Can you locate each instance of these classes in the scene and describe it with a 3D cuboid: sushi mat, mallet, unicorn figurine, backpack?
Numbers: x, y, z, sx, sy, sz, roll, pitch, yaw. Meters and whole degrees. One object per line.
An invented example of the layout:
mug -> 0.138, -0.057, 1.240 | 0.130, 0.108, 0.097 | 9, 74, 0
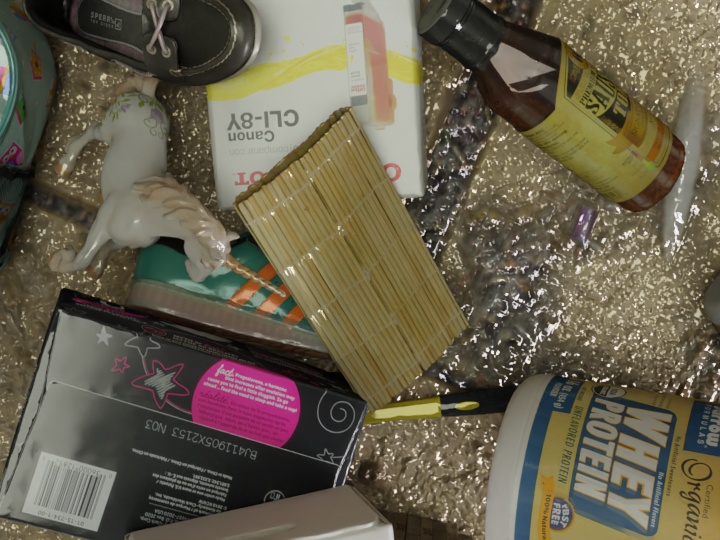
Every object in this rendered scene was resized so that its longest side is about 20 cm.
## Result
sushi mat -> 0.000, 0.000, 0.707 | 0.095, 0.012, 0.201 | -40, 126, -13
mallet -> 0.049, 0.090, 0.793 | 0.197, 0.041, 0.067 | -13, 95, 1
unicorn figurine -> -0.145, -0.048, 0.712 | 0.137, 0.073, 0.202 | -31, 68, 35
backpack -> -0.306, -0.105, 0.729 | 0.174, 0.153, 0.202 | 26, 94, 5

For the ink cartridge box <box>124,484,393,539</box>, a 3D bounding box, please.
ink cartridge box -> -0.048, 0.240, 0.622 | 0.143, 0.084, 0.203 | -9, 98, -15

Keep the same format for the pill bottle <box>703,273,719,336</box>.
pill bottle -> 0.328, 0.075, 0.729 | 0.110, 0.111, 0.201 | -34, 95, 8

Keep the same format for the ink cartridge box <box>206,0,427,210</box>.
ink cartridge box -> -0.029, -0.146, 0.734 | 0.143, 0.083, 0.203 | -3, 99, 5

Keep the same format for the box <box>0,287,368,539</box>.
box -> -0.116, 0.107, 0.696 | 0.198, 0.115, 0.134 | 18, 91, -14

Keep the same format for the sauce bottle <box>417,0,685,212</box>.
sauce bottle -> 0.125, -0.113, 0.710 | 0.199, 0.066, 0.066 | 32, 100, -22

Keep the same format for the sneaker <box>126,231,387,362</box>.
sneaker -> -0.059, 0.013, 0.767 | 0.197, 0.071, 0.081 | 15, 78, -10

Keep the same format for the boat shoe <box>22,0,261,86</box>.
boat shoe -> -0.146, -0.158, 0.701 | 0.199, 0.057, 0.068 | 19, 110, 40

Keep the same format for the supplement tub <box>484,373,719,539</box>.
supplement tub -> 0.191, 0.152, 0.701 | 0.197, 0.144, 0.147 | 7, 100, 21

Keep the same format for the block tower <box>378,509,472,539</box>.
block tower -> -0.020, 0.206, 0.803 | 0.197, 0.054, 0.059 | 12, 99, 3
